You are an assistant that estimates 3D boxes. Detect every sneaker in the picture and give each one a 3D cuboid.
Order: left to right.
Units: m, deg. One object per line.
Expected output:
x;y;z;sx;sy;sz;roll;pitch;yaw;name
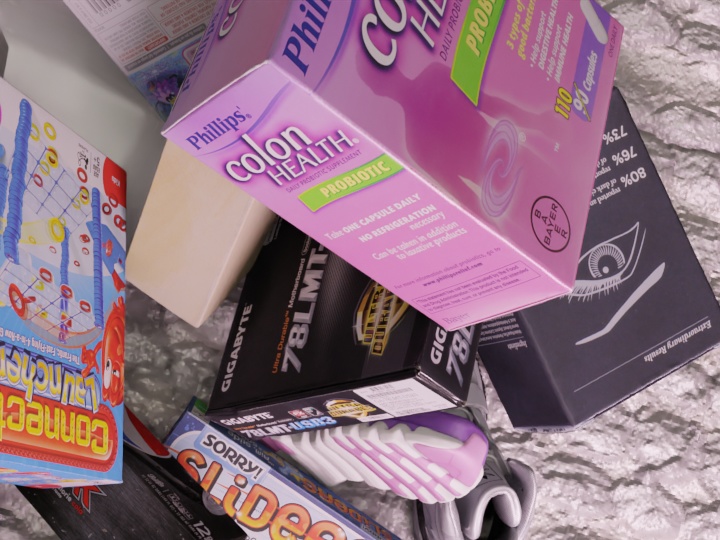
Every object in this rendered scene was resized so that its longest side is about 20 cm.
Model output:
0.011;0.095;0.792;0.081;0.199;0.089;47;61;-27;sneaker
0.071;0.115;0.828;0.074;0.115;0.203;-7;87;-15;sneaker

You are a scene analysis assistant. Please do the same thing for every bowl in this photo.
-0.221;-0.088;0.810;0.198;0.075;0.202;27;80;-9;bowl

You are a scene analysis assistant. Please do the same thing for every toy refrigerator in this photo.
-0.081;-0.065;0.724;0.070;0.201;0.076;34;44;4;toy refrigerator

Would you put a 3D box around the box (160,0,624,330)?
0.027;-0.100;0.616;0.199;0.096;0.177;34;57;-26;box

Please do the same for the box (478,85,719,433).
0.146;-0.005;0.855;0.147;0.104;0.202;-24;90;-18;box

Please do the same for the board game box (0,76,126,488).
-0.194;0.011;0.651;0.055;0.200;0.198;-6;75;13;board game box

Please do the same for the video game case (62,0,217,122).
-0.050;-0.147;0.726;0.198;0.024;0.182;-23;129;21;video game case

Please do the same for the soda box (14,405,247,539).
-0.168;0.127;0.760;0.200;0.063;0.071;42;100;19;soda box

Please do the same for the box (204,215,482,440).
0.000;0.000;0.760;0.050;0.197;0.202;36;57;-34;box

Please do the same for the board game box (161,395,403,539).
-0.070;0.198;0.813;0.199;0.034;0.136;34;99;-6;board game box

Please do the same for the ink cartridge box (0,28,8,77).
-0.303;-0.066;0.713;0.144;0.084;0.203;10;84;-10;ink cartridge box
